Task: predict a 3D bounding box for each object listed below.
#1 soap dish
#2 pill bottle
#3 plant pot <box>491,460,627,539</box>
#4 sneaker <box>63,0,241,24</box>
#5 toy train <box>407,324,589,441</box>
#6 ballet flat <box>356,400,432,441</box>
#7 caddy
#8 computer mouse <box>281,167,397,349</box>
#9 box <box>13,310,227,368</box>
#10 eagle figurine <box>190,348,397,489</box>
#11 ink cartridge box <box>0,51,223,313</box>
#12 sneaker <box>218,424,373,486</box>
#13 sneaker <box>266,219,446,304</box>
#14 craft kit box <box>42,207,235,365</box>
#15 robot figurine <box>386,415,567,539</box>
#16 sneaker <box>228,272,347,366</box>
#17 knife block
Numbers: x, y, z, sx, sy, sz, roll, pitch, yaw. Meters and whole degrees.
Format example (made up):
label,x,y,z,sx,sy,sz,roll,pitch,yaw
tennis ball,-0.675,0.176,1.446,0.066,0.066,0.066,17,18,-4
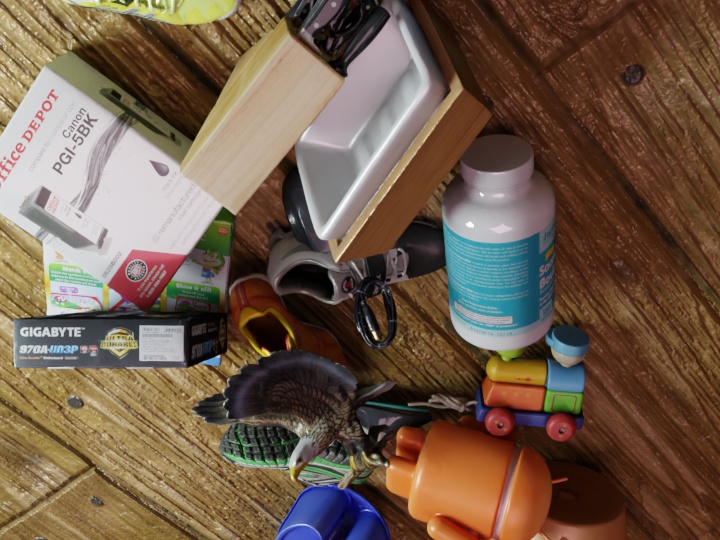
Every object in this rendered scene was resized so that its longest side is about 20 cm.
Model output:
label,x,y,z,sx,sy,sz,roll,pitch,yaw
soap dish,0.025,-0.126,0.842,0.080,0.159,0.201,16,128,-31
pill bottle,0.137,-0.028,0.930,0.109,0.112,0.202,-4,127,6
plant pot,0.245,0.330,1.157,0.196,0.201,0.142,5,111,-2
sneaker,-0.200,-0.244,0.804,0.197,0.077,0.076,9,125,-6
toy train,0.157,0.115,1.062,0.196,0.085,0.117,5,116,0
ballet flat,-0.016,0.176,1.112,0.197,0.074,0.074,13,127,-4
caddy,-0.045,0.369,1.242,0.140,0.105,0.201,35,124,6
computer mouse,-0.019,-0.016,0.919,0.058,0.202,0.034,-28,167,-8
box,-0.222,0.065,0.917,0.156,0.200,0.047,0,89,3
eagle figurine,-0.061,0.152,1.003,0.199,0.151,0.152,35,105,-8
ink cartridge box,-0.238,-0.082,0.887,0.199,0.083,0.147,35,106,-13
sneaker,-0.075,0.230,1.152,0.196,0.079,0.086,8,128,-4
sneaker,0.000,0.000,0.973,0.196,0.089,0.075,-5,126,4
craft kit box,-0.238,0.004,1.013,0.197,0.049,0.200,9,129,-4
robot figurine,0.128,0.241,1.062,0.197,0.144,0.119,15,105,12
sneaker,-0.080,0.084,1.034,0.072,0.078,0.200,-31,136,17
knife block,-0.057,-0.163,0.804,0.064,0.202,0.175,35,150,-22
